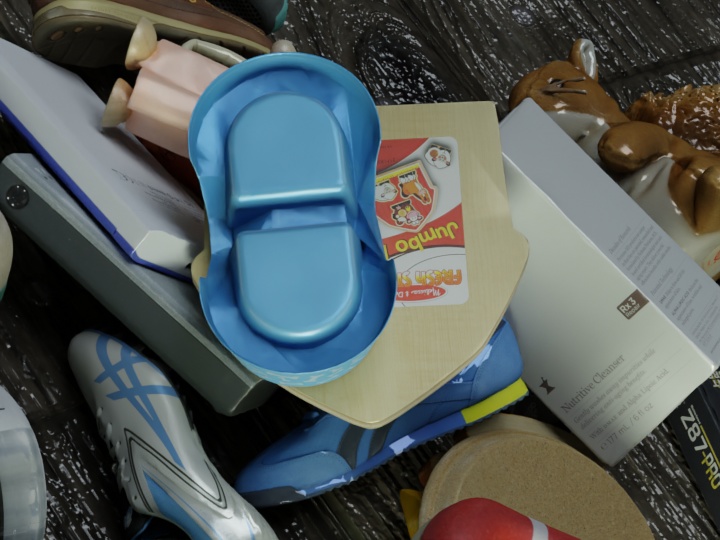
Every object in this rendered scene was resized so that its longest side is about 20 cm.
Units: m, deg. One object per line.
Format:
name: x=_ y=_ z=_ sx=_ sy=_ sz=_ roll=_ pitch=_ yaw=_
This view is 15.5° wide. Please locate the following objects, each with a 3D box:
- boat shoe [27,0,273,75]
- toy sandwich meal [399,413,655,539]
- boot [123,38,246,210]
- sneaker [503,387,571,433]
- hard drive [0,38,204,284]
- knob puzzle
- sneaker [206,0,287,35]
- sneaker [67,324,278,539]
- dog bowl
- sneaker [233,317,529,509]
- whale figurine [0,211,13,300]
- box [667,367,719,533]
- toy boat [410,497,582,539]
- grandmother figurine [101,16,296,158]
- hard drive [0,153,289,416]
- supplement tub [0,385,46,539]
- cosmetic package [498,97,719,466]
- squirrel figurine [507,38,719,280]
boat shoe: x=-0.132 y=-0.165 z=1.727 sx=0.199 sy=0.072 sz=0.068 roll=11 pitch=60 yaw=-45
toy sandwich meal: x=0.100 y=0.181 z=1.599 sx=0.204 sy=0.070 sz=0.206 roll=19 pitch=53 yaw=-27
boot: x=-0.058 y=-0.061 z=1.686 sx=0.200 sy=0.107 sz=0.075 roll=38 pitch=41 yaw=1
sneaker: x=0.082 y=0.069 z=1.679 sx=0.200 sy=0.075 sz=0.116 roll=-25 pitch=70 yaw=-44
hard drive: x=-0.156 y=-0.065 z=1.618 sx=0.200 sy=0.025 sz=0.132 roll=46 pitch=11 yaw=29
knob puzzle: x=0.000 y=0.000 z=1.546 sx=0.218 sy=0.030 sz=0.221 roll=0 pitch=66 yaw=0
sneaker: x=-0.144 y=-0.208 z=1.795 sx=0.199 sy=0.078 sz=0.091 roll=31 pitch=48 yaw=10
sneaker: x=-0.120 y=0.112 z=1.526 sx=0.072 sy=0.072 sz=0.200 roll=-29 pitch=61 yaw=-16
dog bowl: x=-0.039 y=-0.025 z=1.514 sx=0.111 sy=0.050 sz=0.201 roll=-5 pitch=65 yaw=-2
sneaker: x=0.004 y=0.077 z=1.585 sx=0.199 sy=0.066 sz=0.079 roll=-25 pitch=99 yaw=-17
whale figurine: x=-0.293 y=-0.016 z=1.529 sx=0.200 sy=0.104 sz=0.159 roll=32 pitch=24 yaw=32
box: x=0.308 y=0.118 z=1.788 sx=0.199 sy=0.049 sz=0.162 roll=0 pitch=56 yaw=-31
toy boat: x=0.119 y=0.195 z=1.463 sx=0.199 sy=0.131 sz=0.131 roll=24 pitch=55 yaw=-22
grandmother figurine: x=-0.056 y=-0.078 z=1.621 sx=0.199 sy=0.122 sz=0.061 roll=21 pitch=10 yaw=1
hard drive: x=-0.126 y=0.007 z=1.588 sx=0.200 sy=0.033 sz=0.140 roll=42 pitch=9 yaw=8
supplement tub: x=-0.275 y=0.125 z=1.379 sx=0.199 sy=0.123 sz=0.123 roll=-8 pitch=57 yaw=-36
cosmetic package: x=0.128 y=0.006 z=1.640 sx=0.200 sy=0.113 sz=0.081 roll=42 pitch=34 yaw=0
squirrel figurine: x=0.191 y=-0.070 z=1.847 sx=0.187 sy=0.142 sz=0.200 roll=43 pitch=29 yaw=25
